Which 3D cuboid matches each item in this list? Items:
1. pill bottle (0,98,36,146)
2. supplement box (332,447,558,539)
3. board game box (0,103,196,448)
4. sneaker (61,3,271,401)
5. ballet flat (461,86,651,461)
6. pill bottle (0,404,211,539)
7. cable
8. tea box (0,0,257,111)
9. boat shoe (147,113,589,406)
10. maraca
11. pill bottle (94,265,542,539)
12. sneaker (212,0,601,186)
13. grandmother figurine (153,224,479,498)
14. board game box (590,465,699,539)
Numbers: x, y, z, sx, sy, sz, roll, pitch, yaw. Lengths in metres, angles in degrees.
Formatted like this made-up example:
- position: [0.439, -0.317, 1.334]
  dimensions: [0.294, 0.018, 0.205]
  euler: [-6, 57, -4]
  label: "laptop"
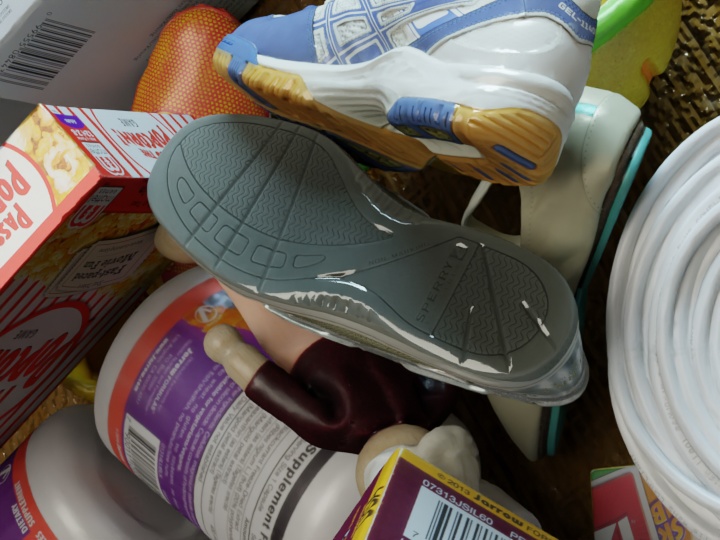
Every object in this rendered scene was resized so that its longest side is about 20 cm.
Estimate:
- position: [-0.253, -0.046, 1.372]
  dimensions: [0.200, 0.113, 0.113]
  euler: [-20, 74, 33]
  label: "pill bottle"
- position: [0.006, 0.184, 1.039]
  dimensions: [0.110, 0.086, 0.200]
  euler: [31, 120, -2]
  label: "supplement box"
- position: [-0.157, 0.013, 1.168]
  dimensions: [0.200, 0.151, 0.046]
  euler: [-46, 76, 17]
  label: "board game box"
- position: [-0.091, -0.028, 1.264]
  dimensions: [0.073, 0.077, 0.200]
  euler: [16, 101, 8]
  label: "sneaker"
- position: [0.071, -0.001, 1.106]
  dimensions: [0.069, 0.069, 0.200]
  euler: [46, 143, 31]
  label: "ballet flat"
- position: [-0.164, 0.163, 1.285]
  dimensions: [0.200, 0.112, 0.112]
  euler: [-44, 62, 25]
  label: "pill bottle"
- position: [0.196, 0.027, 1.038]
  dimensions: [0.200, 0.069, 0.200]
  euler: [-15, 80, 25]
  label: "cable"
- position: [-0.127, -0.214, 1.281]
  dimensions: [0.200, 0.134, 0.197]
  euler: [-44, 61, 25]
  label: "tea box"
- position: [0.001, -0.001, 1.076]
  dimensions: [0.202, 0.065, 0.074]
  euler: [23, 73, 24]
  label: "boat shoe"
- position: [0.055, -0.090, 1.143]
  dimensions: [0.200, 0.137, 0.107]
  euler: [-27, 103, 35]
  label: "maraca"
- position: [-0.017, 0.089, 1.183]
  dimensions: [0.200, 0.111, 0.111]
  euler: [36, 107, 33]
  label: "pill bottle"
- position: [0.023, -0.089, 1.058]
  dimensions: [0.200, 0.075, 0.088]
  euler: [14, 77, 48]
  label: "sneaker"
- position: [-0.007, 0.041, 1.113]
  dimensions: [0.200, 0.121, 0.061]
  euler: [57, 146, 39]
  label: "grandmother figurine"
- position: [0.148, 0.179, 1.106]
  dimensions: [0.095, 0.030, 0.200]
  euler: [-9, 83, 36]
  label: "board game box"
